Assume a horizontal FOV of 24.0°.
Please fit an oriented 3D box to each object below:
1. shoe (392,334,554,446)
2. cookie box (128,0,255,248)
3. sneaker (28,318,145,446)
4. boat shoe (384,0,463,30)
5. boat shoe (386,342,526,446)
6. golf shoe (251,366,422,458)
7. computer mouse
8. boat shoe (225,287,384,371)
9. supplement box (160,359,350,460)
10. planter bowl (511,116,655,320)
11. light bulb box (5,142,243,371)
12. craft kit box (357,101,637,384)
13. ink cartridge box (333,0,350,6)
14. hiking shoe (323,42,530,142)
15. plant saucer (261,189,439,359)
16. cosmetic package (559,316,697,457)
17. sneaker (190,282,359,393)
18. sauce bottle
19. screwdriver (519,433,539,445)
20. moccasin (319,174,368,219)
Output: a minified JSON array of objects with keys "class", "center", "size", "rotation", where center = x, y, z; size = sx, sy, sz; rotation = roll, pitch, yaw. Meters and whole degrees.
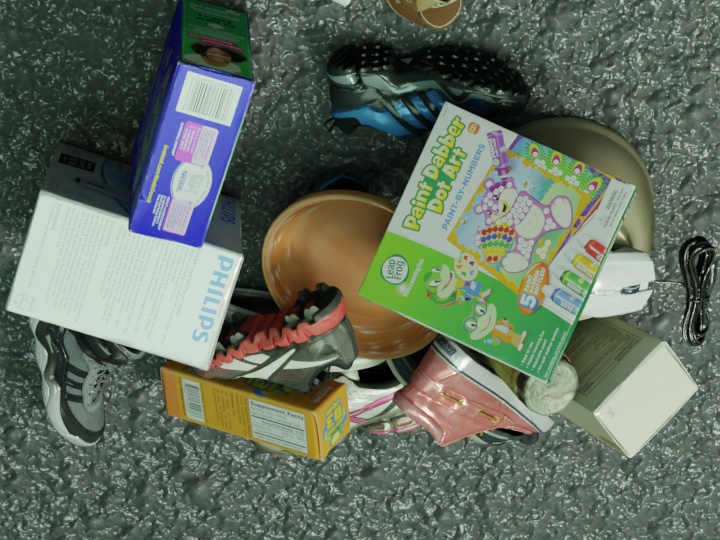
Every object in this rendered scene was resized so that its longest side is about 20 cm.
[{"class":"shoe","center":[0.115,0.140,1.734],"size":[0.091,0.072,0.200],"rotation":[-49,135,6]},{"class":"cookie box","center":[-0.158,-0.142,1.572],"size":[0.075,0.200,0.172],"rotation":[15,114,-13]},{"class":"sneaker","center":[-0.276,0.102,1.782],"size":[0.113,0.076,0.202],"rotation":[3,119,22]},{"class":"boat shoe","center":[0.059,-0.268,1.526],"size":[0.076,0.074,0.200],"rotation":[-45,155,-2]},{"class":"boat shoe","center":[0.102,0.120,1.798],"size":[0.200,0.075,0.062],"rotation":[47,151,-25]},{"class":"golf shoe","center":[-0.026,0.141,1.827],"size":[0.198,0.073,0.093],"rotation":[-14,114,-3]},{"class":"computer mouse","center":[0.241,0.016,1.606],"size":[0.198,0.044,0.110],"rotation":[3,120,-3]},{"class":"boat shoe","center":[-0.063,0.053,1.779],"size":[0.198,0.072,0.069],"rotation":[11,123,5]},{"class":"supplement box","center":[-0.110,0.134,1.772],"size":[0.199,0.067,0.069],"rotation":[15,125,26]},{"class":"planter bowl","center":[0.202,-0.033,1.681],"size":[0.198,0.135,0.202],"rotation":[0,119,0]},{"class":"light bulb box","center":[-0.224,-0.017,1.647],"size":[0.198,0.198,0.126],"rotation":[17,106,-11]},{"class":"craft kit box","center":[0.127,-0.026,1.570],"size":[0.196,0.049,0.201],"rotation":[24,89,14]},{"class":"ink cartridge box","center":[-0.066,-0.352,1.525],"size":[0.199,0.084,0.145],"rotation":[24,118,-14]},{"class":"hiking shoe","center":[0.065,-0.168,1.649],"size":[0.198,0.075,0.087],"rotation":[8,127,7]},{"class":"plant saucer","center":[0.000,0.000,1.685],"size":[0.198,0.038,0.201],"rotation":[11,129,14]},{"class":"cosmetic package","center":[0.239,0.103,1.714],"size":[0.105,0.200,0.071],"rotation":[-43,115,-6]},{"class":"sneaker","center":[-0.085,0.085,1.712],"size":[0.199,0.071,0.098],"rotation":[-19,115,30]},{"class":"sauce bottle","center":[0.152,0.073,1.707],"size":[0.064,0.200,0.065],"rotation":[-9,118,-17]},{"class":"screwdriver","center":[0.180,0.098,1.833],"size":[0.028,0.029,0.202],"rotation":[-2,112,2]},{"class":"moccasin","center":[0.021,-0.006,1.738],"size":[0.080,0.068,0.200],"rotation":[-39,113,20]}]
